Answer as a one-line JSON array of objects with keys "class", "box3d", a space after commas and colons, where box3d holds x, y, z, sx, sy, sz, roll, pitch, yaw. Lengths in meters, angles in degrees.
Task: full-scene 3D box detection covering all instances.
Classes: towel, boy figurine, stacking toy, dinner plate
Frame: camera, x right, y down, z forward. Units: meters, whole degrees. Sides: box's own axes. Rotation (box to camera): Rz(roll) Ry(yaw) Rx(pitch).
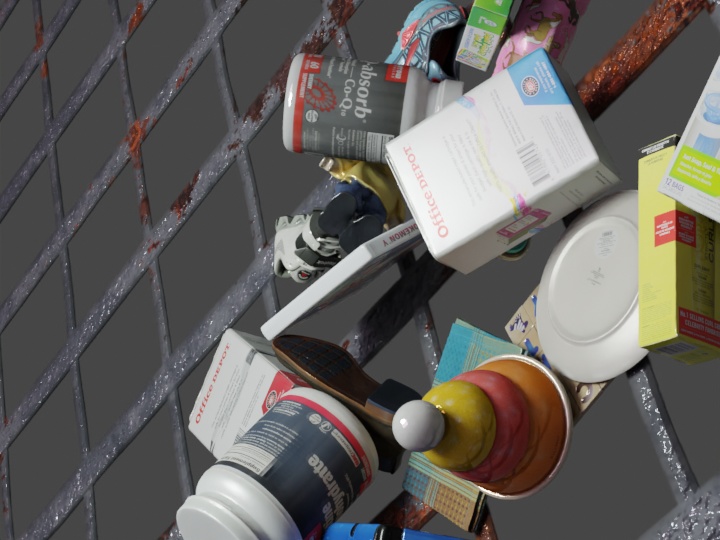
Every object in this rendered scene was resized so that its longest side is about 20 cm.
[{"class": "towel", "box3d": [0.112, 0.162, 1.745, 0.147, 0.022, 0.201, 26, 100, 59]}, {"class": "boy figurine", "box3d": [0.002, -0.093, 1.930, 0.064, 0.124, 0.200, -45, 9, 22]}, {"class": "stacking toy", "box3d": [0.101, 0.147, 1.586, 0.146, 0.200, 0.147, -7, 79, 38]}, {"class": "dinner plate", "box3d": [0.240, 0.012, 1.626, 0.200, 0.024, 0.201, -30, 49, 41]}]

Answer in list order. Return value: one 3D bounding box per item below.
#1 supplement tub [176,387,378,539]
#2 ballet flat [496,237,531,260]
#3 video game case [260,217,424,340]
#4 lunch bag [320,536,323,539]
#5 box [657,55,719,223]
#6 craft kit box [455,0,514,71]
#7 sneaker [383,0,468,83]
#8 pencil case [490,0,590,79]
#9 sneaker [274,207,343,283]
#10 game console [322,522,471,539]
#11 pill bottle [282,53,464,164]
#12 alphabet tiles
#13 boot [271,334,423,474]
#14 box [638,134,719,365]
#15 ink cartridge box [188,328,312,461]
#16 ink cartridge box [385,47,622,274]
[{"class": "supplement tub", "box3d": [-0.088, 0.237, 1.777, 0.200, 0.141, 0.140, -44, 20, -31]}, {"class": "ballet flat", "box3d": [0.142, -0.076, 1.799, 0.069, 0.069, 0.201, -42, 41, 37]}, {"class": "video game case", "box3d": [0.000, 0.000, 1.878, 0.200, 0.182, 0.023, -39, 83, 40]}, {"class": "lunch bag", "box3d": [-0.045, 0.397, 1.810, 0.161, 0.082, 0.201, -47, 40, 30]}, {"class": "box", "box3d": [0.369, -0.130, 1.444, 0.112, 0.101, 0.201, 37, 105, 55]}, {"class": "craft kit box", "box3d": [0.164, -0.340, 1.798, 0.200, 0.048, 0.199, 103, -175, -80]}, {"class": "sneaker", "box3d": [0.070, -0.228, 1.957, 0.095, 0.079, 0.201, 33, 102, 54]}, {"class": "pencil case", "box3d": [0.194, -0.252, 1.782, 0.083, 0.086, 0.201, 21, 91, 39]}, {"class": "sneaker", "box3d": [-0.051, -0.027, 2.045, 0.200, 0.074, 0.089, -15, 62, 63]}, {"class": "game console", "box3d": [0.036, 0.369, 1.679, 0.170, 0.118, 0.201, -11, 65, 56]}, {"class": "pill bottle", "box3d": [0.016, -0.183, 1.889, 0.116, 0.199, 0.117, 7, -90, -87]}, {"class": "alphabet tiles", "box3d": [0.197, 0.089, 1.677, 0.200, 0.008, 0.168, -54, 37, 25]}, {"class": "boot", "box3d": [-0.024, 0.151, 1.841, 0.199, 0.075, 0.097, 28, 126, 26]}, {"class": "box", "box3d": [0.298, -0.019, 1.520, 0.050, 0.075, 0.201, -22, 56, 49]}, {"class": "ink cartridge box", "box3d": [-0.120, 0.177, 2.029, 0.200, 0.083, 0.145, 34, 104, 55]}, {"class": "ink cartridge box", "box3d": [0.145, -0.110, 1.689, 0.199, 0.085, 0.145, -30, 66, 16]}]
